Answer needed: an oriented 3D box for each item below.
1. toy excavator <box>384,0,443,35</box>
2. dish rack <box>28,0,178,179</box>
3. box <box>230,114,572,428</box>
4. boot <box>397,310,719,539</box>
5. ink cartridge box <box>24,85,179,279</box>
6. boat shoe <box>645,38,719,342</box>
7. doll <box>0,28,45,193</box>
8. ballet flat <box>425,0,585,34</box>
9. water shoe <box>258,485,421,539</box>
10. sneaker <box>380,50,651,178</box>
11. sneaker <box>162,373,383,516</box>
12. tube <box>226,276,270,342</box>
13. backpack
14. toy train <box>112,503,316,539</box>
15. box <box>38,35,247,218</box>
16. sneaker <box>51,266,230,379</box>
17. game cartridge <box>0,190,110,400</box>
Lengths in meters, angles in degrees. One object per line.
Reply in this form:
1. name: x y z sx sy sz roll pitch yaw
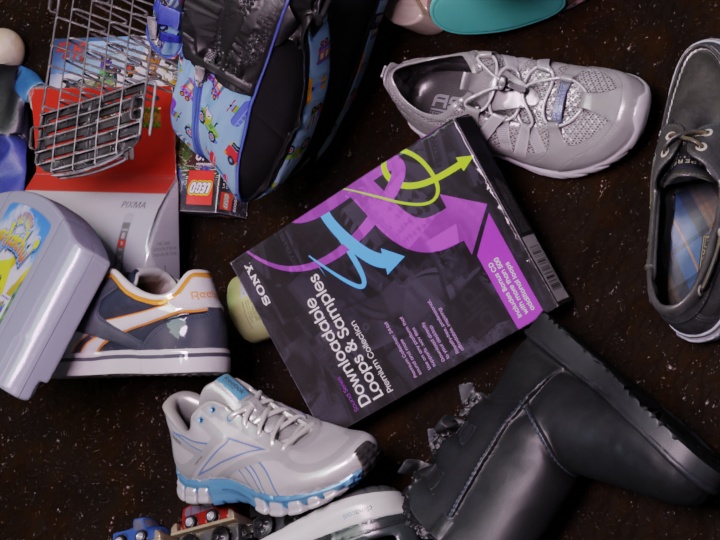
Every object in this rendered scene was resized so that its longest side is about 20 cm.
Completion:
1. toy excavator: 0.091 -0.284 1.378 0.194 0.100 0.202 -12 75 35
2. dish rack: -0.180 -0.165 1.444 0.153 0.054 0.201 -11 68 47
3. box: 0.024 0.007 1.312 0.199 0.036 0.144 -32 84 26
4. boot: 0.119 0.133 1.205 0.163 0.073 0.198 -54 43 5
5. ink cartridge box: -0.210 -0.040 1.495 0.161 0.050 0.202 3 99 38
6. boat shoe: 0.213 -0.057 1.214 0.068 0.057 0.201 -8 69 35
7. doll: -0.313 -0.113 1.642 0.136 0.048 0.201 -12 67 32
8. ballet flat: 0.139 -0.218 1.334 0.199 0.069 0.072 -15 46 28
9. water shoe: -0.044 0.217 1.299 0.200 0.071 0.079 -35 65 28
10. sneaker: 0.099 -0.109 1.304 0.199 0.082 0.075 3 75 38
11. sneaker: -0.070 0.113 1.319 0.199 0.075 0.087 -5 111 45
12. tube: 0.000 0.000 1.366 0.199 0.058 0.052 -21 18 26
13. backpack: -0.066 -0.159 1.364 0.134 0.183 0.201 28 125 15
14. toy train: -0.108 0.184 1.383 0.199 0.034 0.046 -20 59 30
15. box: -0.167 -0.113 1.523 0.199 0.038 0.138 3 85 38
16. sneaker: -0.172 0.040 1.400 0.199 0.078 0.080 -5 85 36
17. game cartridge: -0.252 0.010 1.429 0.134 0.040 0.200 -60 31 -5
